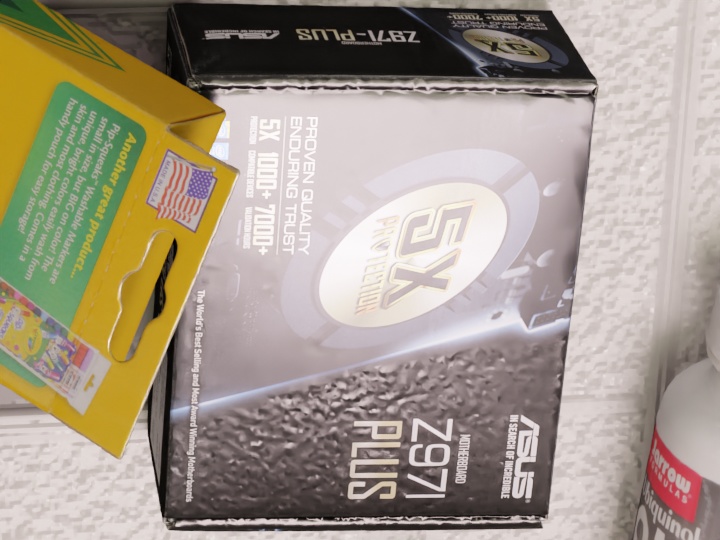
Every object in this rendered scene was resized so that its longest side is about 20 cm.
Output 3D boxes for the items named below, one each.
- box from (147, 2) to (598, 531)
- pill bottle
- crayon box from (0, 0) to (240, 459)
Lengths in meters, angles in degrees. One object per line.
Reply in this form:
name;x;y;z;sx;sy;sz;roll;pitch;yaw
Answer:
box;0.000;0.000;1.117;0.163;0.086;0.201;1;114;-10
pill bottle;0.175;0.105;1.182;0.110;0.111;0.201;4;114;-11
crayon box;-0.137;-0.035;1.041;0.199;0.052;0.126;31;111;17
